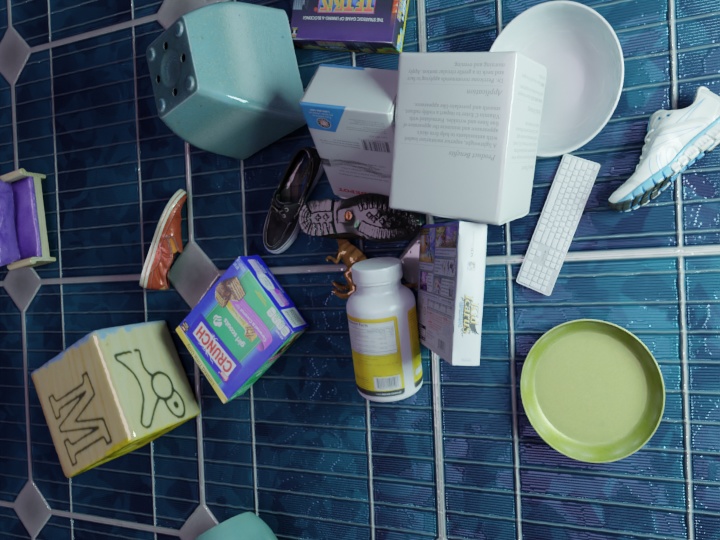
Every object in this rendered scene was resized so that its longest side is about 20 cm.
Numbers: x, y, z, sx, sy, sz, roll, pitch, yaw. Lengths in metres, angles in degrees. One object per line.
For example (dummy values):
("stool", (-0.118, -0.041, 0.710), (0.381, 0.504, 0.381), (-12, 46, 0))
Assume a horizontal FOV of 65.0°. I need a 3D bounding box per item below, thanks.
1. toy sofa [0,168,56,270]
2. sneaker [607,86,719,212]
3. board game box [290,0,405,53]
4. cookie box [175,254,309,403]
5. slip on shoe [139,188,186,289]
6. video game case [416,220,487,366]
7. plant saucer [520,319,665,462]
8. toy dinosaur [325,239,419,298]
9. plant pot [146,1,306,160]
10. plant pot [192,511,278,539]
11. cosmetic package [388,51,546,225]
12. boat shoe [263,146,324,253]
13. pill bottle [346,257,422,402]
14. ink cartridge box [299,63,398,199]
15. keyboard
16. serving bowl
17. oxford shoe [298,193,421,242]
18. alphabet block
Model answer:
("toy sofa", (-0.737, -0.109, 1.224), (0.080, 0.097, 0.208), (-9, 87, 22))
("sneaker", (0.412, -0.166, 0.775), (0.199, 0.075, 0.088), (-41, 70, 10))
("board game box", (-0.016, -0.460, 0.943), (0.194, 0.056, 0.172), (10, 94, 22))
("cookie box", (-0.217, 0.105, 1.029), (0.200, 0.075, 0.172), (-44, 77, 18))
("slip on shoe", (-0.371, -0.058, 1.100), (0.059, 0.074, 0.206), (18, 93, -15))
("video game case", (0.127, 0.026, 0.825), (0.044, 0.200, 0.189), (1, 93, -8))
("plant saucer", (0.335, 0.174, 0.829), (0.193, 0.031, 0.208), (0, 91, 22))
("toy dinosaur", (0.000, 0.000, 0.946), (0.199, 0.060, 0.107), (42, 104, 16))
("plant pot", (-0.234, -0.316, 0.935), (0.192, 0.197, 0.203), (-16, 85, 38))
("plant pot", (-0.217, 0.527, 0.983), (0.199, 0.199, 0.164), (-37, 66, 18))
("cosmetic package", (0.148, -0.182, 0.776), (0.160, 0.164, 0.207), (12, 107, 29))
("boat shoe", (-0.126, -0.123, 0.990), (0.069, 0.066, 0.203), (35, 103, 17))
("pill bottle", (0.036, 0.089, 0.884), (0.108, 0.112, 0.207), (-2, 104, 21))
("ink cartridge box", (0.010, -0.199, 0.859), (0.141, 0.202, 0.086), (12, 62, 21))
("keyboard", (0.295, -0.068, 0.850), (0.055, 0.011, 0.206), (22, 99, 20))
("serving bowl", (0.276, -0.270, 0.814), (0.194, 0.065, 0.208), (8, 105, 30))
("oxford shoe", (0.004, -0.083, 0.917), (0.193, 0.084, 0.076), (6, 89, 12))
("alphabet block", (-0.457, 0.234, 1.069), (0.193, 0.194, 0.205), (-29, 80, 21))
